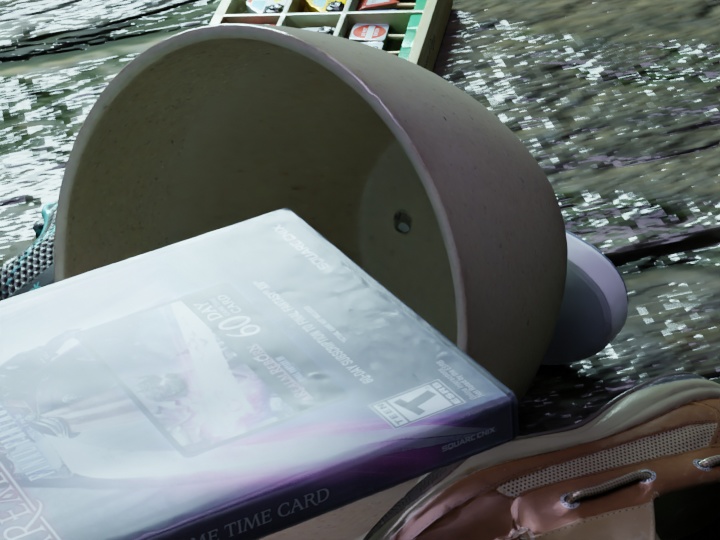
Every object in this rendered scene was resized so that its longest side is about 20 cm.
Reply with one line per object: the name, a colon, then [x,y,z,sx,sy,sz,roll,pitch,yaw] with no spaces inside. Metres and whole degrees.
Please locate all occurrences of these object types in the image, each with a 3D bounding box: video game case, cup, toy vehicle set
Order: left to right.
video game case: [-0.075,0.043,0.662,0.199,0.019,0.143,-18,32,-23]
toy vehicle set: [-0.024,-0.113,1.228,0.123,0.027,0.200,-1,31,11]
cup: [0.000,0.000,0.892,0.200,0.202,0.143,17,19,35]

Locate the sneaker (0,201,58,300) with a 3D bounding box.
sneaker: [-0.104,-0.023,1.046,0.091,0.078,0.200,4,30,26]

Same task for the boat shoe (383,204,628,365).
boat shoe: [0.040,-0.017,1.003,0.199,0.074,0.065,20,42,35]

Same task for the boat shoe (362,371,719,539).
boat shoe: [0.078,0.097,0.797,0.199,0.076,0.074,-27,38,-29]
